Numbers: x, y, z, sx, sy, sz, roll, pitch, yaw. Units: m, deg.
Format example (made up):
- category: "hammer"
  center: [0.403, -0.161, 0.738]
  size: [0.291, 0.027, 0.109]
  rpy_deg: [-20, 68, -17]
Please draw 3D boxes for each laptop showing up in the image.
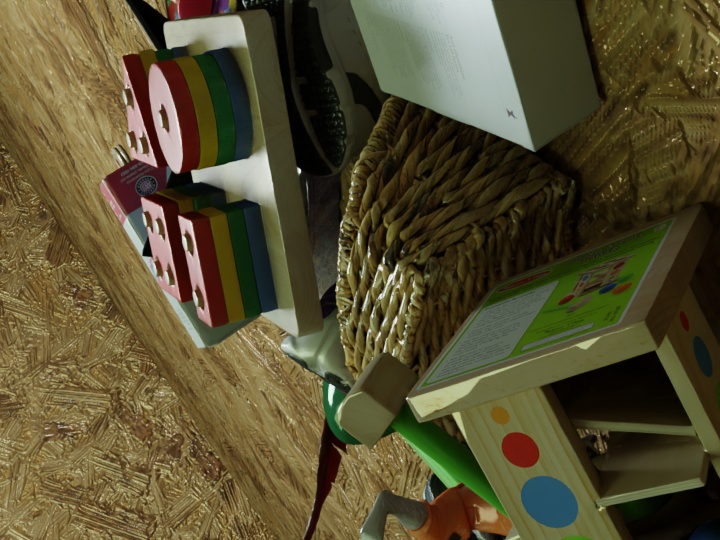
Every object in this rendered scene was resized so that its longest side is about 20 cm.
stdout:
- category: "laptop"
  center: [-0.180, -0.127, 1.058]
  size: [0.202, 0.115, 0.187]
  rpy_deg: [57, -175, 5]

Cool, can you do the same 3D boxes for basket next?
- category: "basket"
  center: [0.037, 0.002, 0.721]
  size: [0.149, 0.142, 0.201]
  rpy_deg: [45, 159, 34]

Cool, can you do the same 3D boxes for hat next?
- category: "hat"
  center: [-0.029, 0.135, 1.082]
  size: [0.202, 0.175, 0.166]
  rpy_deg: [57, 163, 1]

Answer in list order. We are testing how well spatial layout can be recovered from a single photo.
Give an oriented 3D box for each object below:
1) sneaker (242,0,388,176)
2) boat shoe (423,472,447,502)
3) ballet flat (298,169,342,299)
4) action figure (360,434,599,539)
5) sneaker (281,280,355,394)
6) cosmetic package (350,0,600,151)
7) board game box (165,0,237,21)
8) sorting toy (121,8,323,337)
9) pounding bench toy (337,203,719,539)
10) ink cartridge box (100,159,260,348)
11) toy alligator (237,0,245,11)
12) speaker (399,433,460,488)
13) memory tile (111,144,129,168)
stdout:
- category: "sneaker"
  center: [-0.027, -0.167, 0.733]
  size: [0.073, 0.080, 0.204]
  rpy_deg: [2, 109, 37]
- category: "boat shoe"
  center: [0.127, 0.230, 0.988]
  size: [0.200, 0.074, 0.062]
  rpy_deg: [43, 160, 38]
- category: "ballet flat"
  center: [-0.047, -0.060, 0.875]
  size: [0.068, 0.066, 0.203]
  rpy_deg: [-135, 41, -56]
- category: "action figure"
  center: [0.120, 0.137, 0.725]
  size: [0.198, 0.192, 0.106]
  rpy_deg: [-17, 84, 31]
- category: "sneaker"
  center: [0.001, 0.049, 0.839]
  size: [0.080, 0.084, 0.200]
  rpy_deg: [31, 173, 7]
- category: "cosmetic package"
  center: [0.035, -0.173, 0.575]
  size: [0.151, 0.051, 0.202]
  rpy_deg: [37, 153, 55]
- category: "board game box"
  center: [-0.144, -0.232, 0.886]
  size: [0.199, 0.038, 0.161]
  rpy_deg: [-173, 77, -67]
- category: "sorting toy"
  center: [-0.106, -0.066, 0.775]
  size: [0.200, 0.069, 0.202]
  rpy_deg: [-157, 55, -65]
- category: "pounding bench toy"
  center: [0.102, 0.092, 0.569]
  size: [0.198, 0.124, 0.158]
  rpy_deg: [-22, 103, 35]
- category: "ink cartridge box"
  center: [-0.158, -0.040, 1.195]
  size: [0.202, 0.145, 0.083]
  rpy_deg: [59, 164, -4]
- category: "toy alligator"
  center: [-0.092, -0.186, 0.921]
  size: [0.054, 0.060, 0.199]
  rpy_deg: [18, 180, -26]
- category: "speaker"
  center: [0.085, 0.131, 0.914]
  size: [0.200, 0.088, 0.089]
  rpy_deg: [45, 160, 36]
- category: "memory tile"
  center: [-0.330, -0.094, 1.817]
  size: [0.200, 0.017, 0.154]
  rpy_deg: [48, 161, 29]
